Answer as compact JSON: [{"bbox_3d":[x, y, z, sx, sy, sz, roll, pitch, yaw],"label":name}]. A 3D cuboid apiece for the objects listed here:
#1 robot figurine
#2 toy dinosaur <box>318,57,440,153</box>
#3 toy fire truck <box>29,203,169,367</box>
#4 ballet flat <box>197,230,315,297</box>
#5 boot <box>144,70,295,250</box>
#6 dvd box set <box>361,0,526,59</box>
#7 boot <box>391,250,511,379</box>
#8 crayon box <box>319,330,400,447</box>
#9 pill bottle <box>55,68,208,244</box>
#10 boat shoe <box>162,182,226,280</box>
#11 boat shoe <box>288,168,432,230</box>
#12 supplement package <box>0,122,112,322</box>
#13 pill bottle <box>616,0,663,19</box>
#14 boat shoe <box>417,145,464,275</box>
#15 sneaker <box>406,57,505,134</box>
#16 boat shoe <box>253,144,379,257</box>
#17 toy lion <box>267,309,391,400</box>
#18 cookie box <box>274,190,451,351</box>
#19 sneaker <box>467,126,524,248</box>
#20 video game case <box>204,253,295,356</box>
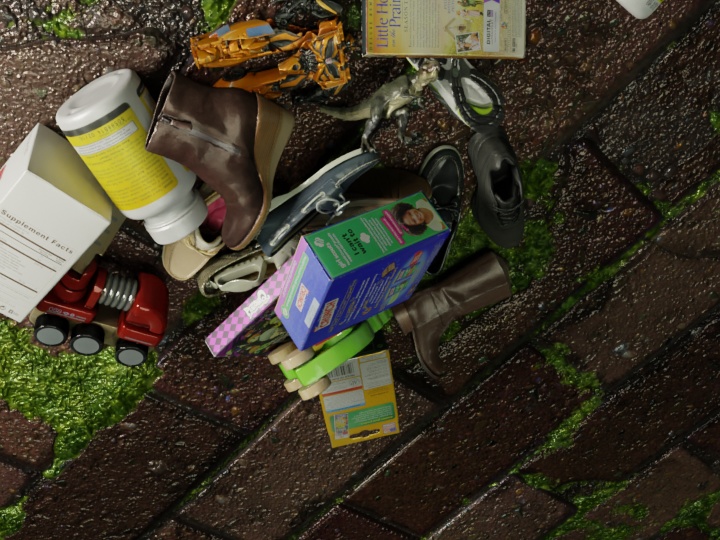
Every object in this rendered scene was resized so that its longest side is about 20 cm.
[{"bbox_3d":[-0.098,-0.254,1.016,0.198,0.058,0.146,-14,131,-2],"label":"robot figurine"},{"bbox_3d":[0.031,-0.193,1.029,0.199,0.089,0.047,-15,170,39],"label":"toy dinosaur"},{"bbox_3d":[-0.337,0.011,1.142,0.175,0.129,0.200,19,131,-26],"label":"toy fire truck"},{"bbox_3d":[-0.139,-0.007,1.185,0.198,0.076,0.068,-21,123,3],"label":"ballet flat"},{"bbox_3d":[-0.182,-0.128,1.003,0.165,0.072,0.202,10,112,-32],"label":"boot"},{"bbox_3d":[0.099,-0.325,0.983,0.198,0.029,0.148,-3,97,-11],"label":"dvd box set"},{"bbox_3d":[0.168,0.072,1.331,0.199,0.064,0.187,-28,130,3],"label":"boot"},{"bbox_3d":[-0.007,0.201,1.391,0.124,0.052,0.201,-12,128,-4],"label":"crayon box"},{"bbox_3d":[-0.271,-0.134,1.024,0.110,0.112,0.201,-25,122,7],"label":"pill bottle"},{"bbox_3d":[-0.213,-0.057,1.134,0.073,0.069,0.201,22,119,-26],"label":"boat shoe"},{"bbox_3d":[0.001,-0.094,1.160,0.198,0.072,0.065,-3,133,2],"label":"boat shoe"},{"bbox_3d":[-0.418,-0.059,1.052,0.200,0.122,0.119,-42,124,19],"label":"supplement package"},{"bbox_3d":[0.362,-0.406,0.972,0.109,0.110,0.200,27,118,-29],"label":"pill bottle"},{"bbox_3d":[0.111,-0.079,1.193,0.074,0.066,0.201,5,126,-16],"label":"boat shoe"},{"bbox_3d":[0.099,-0.256,1.051,0.074,0.081,0.200,-40,107,-5],"label":"sneaker"},{"bbox_3d":[-0.054,-0.091,1.080,0.199,0.075,0.062,-33,83,3],"label":"boat shoe"},{"bbox_3d":[-0.033,0.104,1.217,0.191,0.200,0.069,-32,96,-13],"label":"toy lion"},{"bbox_3d":[0.000,0.000,1.099,0.199,0.075,0.172,-24,156,-33],"label":"cookie box"},{"bbox_3d":[0.199,-0.101,1.182,0.075,0.091,0.201,-21,130,1],"label":"sneaker"},{"bbox_3d":[-0.102,0.053,1.209,0.200,0.036,0.181,-42,158,18],"label":"video game case"}]
